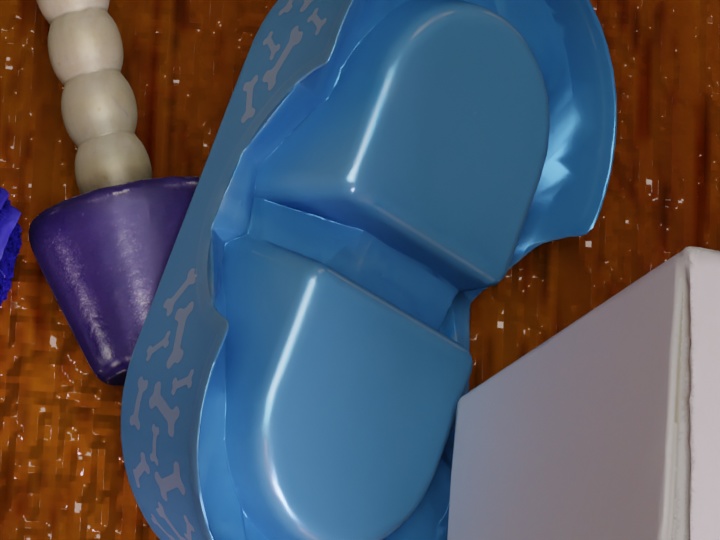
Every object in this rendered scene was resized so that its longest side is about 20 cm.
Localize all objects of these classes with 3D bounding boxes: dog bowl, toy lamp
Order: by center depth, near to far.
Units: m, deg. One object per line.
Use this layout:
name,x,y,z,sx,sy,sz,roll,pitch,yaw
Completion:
dog bowl,0.000,0.000,0.775,0.111,0.050,0.200,31,73,-40
toy lamp,-0.077,-0.068,0.800,0.058,0.058,0.200,-12,81,-8

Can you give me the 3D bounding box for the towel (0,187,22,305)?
towel,-0.167,0.032,0.721,0.148,0.050,0.200,29,50,-22

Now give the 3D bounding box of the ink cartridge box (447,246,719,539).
ink cartridge box,0.136,0.096,0.713,0.200,0.147,0.145,10,69,-18
